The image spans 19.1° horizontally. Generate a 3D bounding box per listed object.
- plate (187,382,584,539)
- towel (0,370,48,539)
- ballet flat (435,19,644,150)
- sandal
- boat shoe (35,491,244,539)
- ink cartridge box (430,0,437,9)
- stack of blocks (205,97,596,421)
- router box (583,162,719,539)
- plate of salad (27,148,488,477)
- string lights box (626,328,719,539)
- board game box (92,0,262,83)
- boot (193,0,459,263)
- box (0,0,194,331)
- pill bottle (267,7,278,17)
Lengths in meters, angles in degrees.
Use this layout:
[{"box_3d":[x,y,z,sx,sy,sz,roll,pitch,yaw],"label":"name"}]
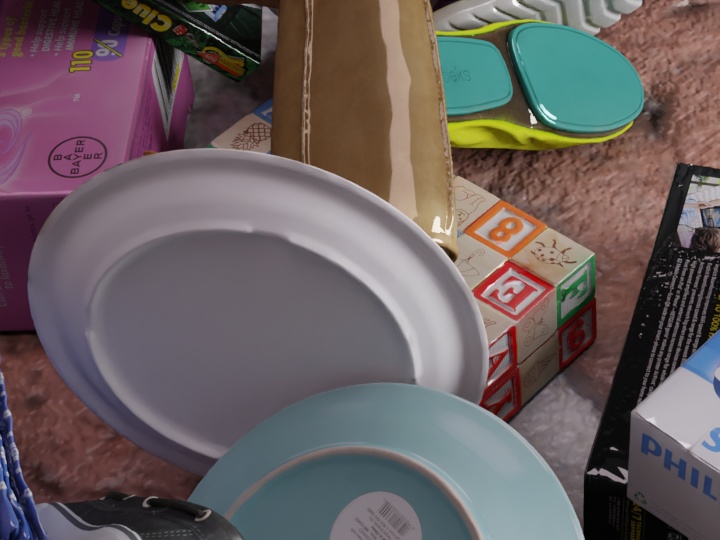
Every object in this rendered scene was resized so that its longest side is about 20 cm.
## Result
[{"box_3d":[-0.005,0.138,0.848,0.200,0.026,0.201,-10,67,24],"label":"plate"},{"box_3d":[-0.178,0.088,0.918,0.024,0.145,0.200,10,39,-26],"label":"towel"},{"box_3d":[0.061,-0.088,1.071,0.200,0.067,0.067,-4,76,-49],"label":"ballet flat"},{"box_3d":[0.090,-0.147,1.115,0.202,0.082,0.050,-23,65,17],"label":"sandal"},{"box_3d":[-0.092,0.121,0.857,0.057,0.069,0.200,-23,5,-18],"label":"boat shoe"},{"box_3d":[0.036,-0.246,1.171,0.160,0.200,0.047,28,27,31],"label":"ink cartridge box"},{"box_3d":[0.000,0.000,1.025,0.200,0.059,0.115,32,56,33],"label":"stack of blocks"},{"box_3d":[0.193,0.045,0.960,0.149,0.051,0.200,10,48,15],"label":"router box"},{"box_3d":[-0.043,0.020,0.912,0.200,0.200,0.048,3,43,11],"label":"plate of salad"},{"box_3d":[0.211,0.042,0.884,0.103,0.059,0.200,33,58,30],"label":"string lights box"},{"box_3d":[-0.133,-0.178,1.066,0.023,0.200,0.105,-37,37,37],"label":"board game box"},{"box_3d":[-0.031,-0.085,0.977,0.175,0.066,0.200,-18,65,44],"label":"boot"},{"box_3d":[-0.197,-0.064,1.089,0.199,0.097,0.176,-1,46,7],"label":"box"},{"box_3d":[0.036,-0.205,1.086,0.200,0.112,0.113,-23,37,31],"label":"pill bottle"}]
